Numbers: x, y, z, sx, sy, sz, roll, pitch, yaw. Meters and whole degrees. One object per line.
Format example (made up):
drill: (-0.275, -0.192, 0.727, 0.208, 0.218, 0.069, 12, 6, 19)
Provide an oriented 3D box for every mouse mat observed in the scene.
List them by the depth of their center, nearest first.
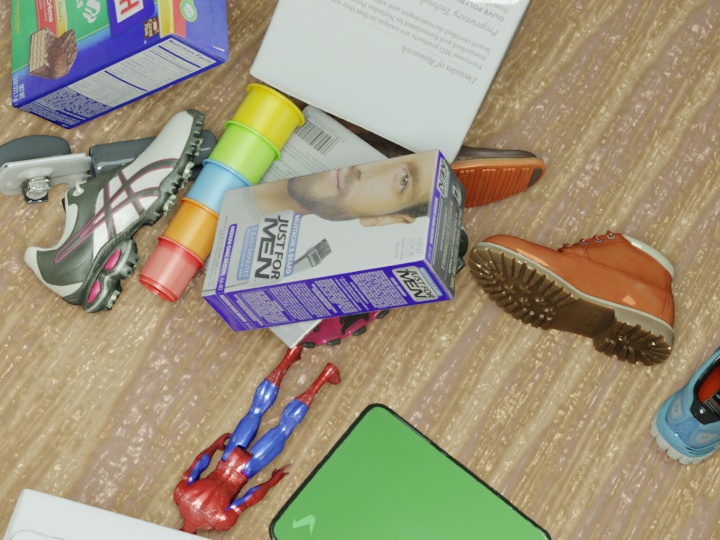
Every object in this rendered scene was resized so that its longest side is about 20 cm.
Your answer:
mouse mat: (0.044, 0.222, 1.341, 0.200, 0.008, 0.161, 38, 62, 7)

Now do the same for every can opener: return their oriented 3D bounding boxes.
can opener: (-0.226, -0.100, 1.421, 0.200, 0.053, 0.067, -6, 64, -16)

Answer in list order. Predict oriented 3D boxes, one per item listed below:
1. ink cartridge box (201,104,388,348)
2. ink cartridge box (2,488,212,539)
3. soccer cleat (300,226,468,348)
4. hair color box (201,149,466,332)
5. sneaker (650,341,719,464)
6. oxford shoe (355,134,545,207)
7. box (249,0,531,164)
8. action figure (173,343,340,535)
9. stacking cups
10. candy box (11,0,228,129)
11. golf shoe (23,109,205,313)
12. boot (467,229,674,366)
ink cartridge box: (-0.041, -0.033, 1.382, 0.176, 0.045, 0.200, -46, 46, -5)
ink cartridge box: (-0.197, 0.268, 1.154, 0.145, 0.200, 0.145, 16, 61, -4)
soccer cleat: (0.000, 0.000, 1.420, 0.200, 0.070, 0.086, -26, 49, -20)
hair color box: (-0.021, -0.022, 1.289, 0.200, 0.065, 0.109, -9, 52, 24)
sneaker: (0.345, 0.091, 1.426, 0.078, 0.090, 0.200, 42, 62, 10)
oxford shoe: (0.071, -0.104, 1.480, 0.200, 0.071, 0.073, -1, 59, -13)
box: (0.038, -0.226, 1.432, 0.200, 0.171, 0.199, 24, 20, 1)
action figure: (-0.094, 0.152, 1.324, 0.065, 0.052, 0.200, 33, 66, 12)
stacking cups: (-0.127, -0.068, 1.389, 0.060, 0.061, 0.200, 33, 76, 5)
candy box: (-0.213, -0.237, 1.401, 0.077, 0.200, 0.169, 19, 60, -50)
golf shoe: (-0.203, -0.063, 1.364, 0.088, 0.077, 0.200, 32, 79, -3)
boot: (0.194, 0.002, 1.455, 0.200, 0.075, 0.107, 24, 57, -9)
